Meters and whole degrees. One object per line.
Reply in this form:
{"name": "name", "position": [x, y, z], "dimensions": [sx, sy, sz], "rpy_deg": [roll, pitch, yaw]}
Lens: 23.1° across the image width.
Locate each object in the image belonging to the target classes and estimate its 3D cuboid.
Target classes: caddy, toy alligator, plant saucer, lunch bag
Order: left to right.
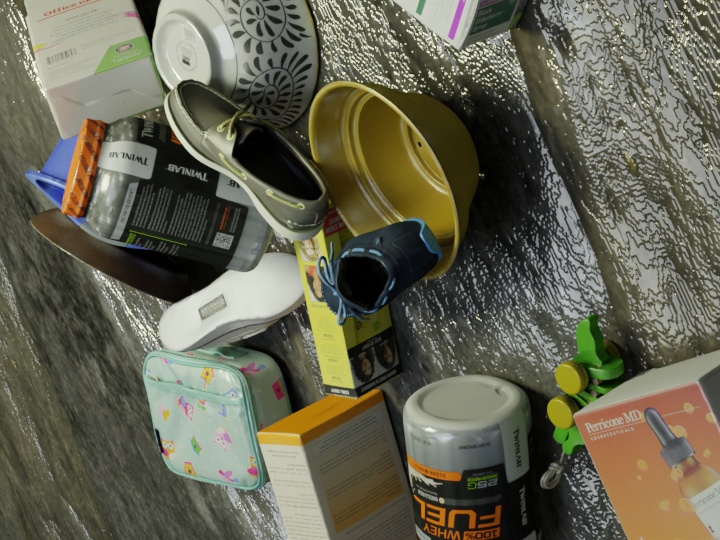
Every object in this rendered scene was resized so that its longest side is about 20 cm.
{"name": "plant saucer", "position": [-0.269, -0.022, 1.948], "dimensions": [0.200, 0.200, 0.032], "rpy_deg": [31, 95, 34]}
{"name": "caddy", "position": [-0.253, -0.080, 1.867], "dimensions": [0.200, 0.105, 0.141], "rpy_deg": [25, 173, -11]}
{"name": "lunch bag", "position": [-0.163, 0.157, 1.986], "dimensions": [0.200, 0.077, 0.161], "rpy_deg": [6, 114, 46]}
{"name": "toy alligator", "position": [0.205, 0.130, 1.585], "dimensions": [0.054, 0.059, 0.200], "rpy_deg": [32, 131, 32]}

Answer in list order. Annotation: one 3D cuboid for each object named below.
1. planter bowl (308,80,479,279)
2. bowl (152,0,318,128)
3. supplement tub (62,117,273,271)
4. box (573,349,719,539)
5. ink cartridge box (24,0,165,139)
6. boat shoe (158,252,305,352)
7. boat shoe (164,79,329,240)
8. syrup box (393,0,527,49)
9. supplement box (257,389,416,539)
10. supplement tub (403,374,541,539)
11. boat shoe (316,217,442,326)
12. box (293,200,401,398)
{"name": "planter bowl", "position": [0.048, -0.099, 1.606], "dimensions": [0.200, 0.083, 0.201], "rpy_deg": [38, 147, 31]}
{"name": "bowl", "position": [-0.144, -0.224, 1.755], "dimensions": [0.200, 0.094, 0.201], "rpy_deg": [24, 126, 37]}
{"name": "supplement tub", "position": [-0.186, -0.079, 1.741], "dimensions": [0.123, 0.200, 0.123], "rpy_deg": [-166, 90, -76]}
{"name": "box", "position": [0.298, 0.177, 1.473], "dimensions": [0.152, 0.106, 0.200], "rpy_deg": [-24, 92, 50]}
{"name": "ink cartridge box", "position": [-0.280, -0.231, 1.843], "dimensions": [0.200, 0.117, 0.067], "rpy_deg": [-113, 6, -50]}
{"name": "boat shoe", "position": [-0.121, 0.038, 1.887], "dimensions": [0.200, 0.070, 0.071], "rpy_deg": [-28, 70, 26]}
{"name": "boat shoe", "position": [-0.105, -0.116, 1.672], "dimensions": [0.202, 0.072, 0.060], "rpy_deg": [44, 148, 12]}
{"name": "syrup box", "position": [0.051, -0.282, 1.524], "dimensions": [0.200, 0.079, 0.082], "rpy_deg": [41, 135, 25]}
{"name": "supplement box", "position": [-0.017, 0.238, 1.831], "dimensions": [0.073, 0.126, 0.200], "rpy_deg": [-3, 106, 47]}
{"name": "supplement tub", "position": [0.109, 0.212, 1.684], "dimensions": [0.122, 0.122, 0.200], "rpy_deg": [13, 119, 43]}
{"name": "boat shoe", "position": [0.000, 0.000, 1.619], "dimensions": [0.084, 0.069, 0.200], "rpy_deg": [54, 151, 6]}
{"name": "box", "position": [-0.015, 0.021, 1.759], "dimensions": [0.050, 0.075, 0.200], "rpy_deg": [5, 112, 44]}
